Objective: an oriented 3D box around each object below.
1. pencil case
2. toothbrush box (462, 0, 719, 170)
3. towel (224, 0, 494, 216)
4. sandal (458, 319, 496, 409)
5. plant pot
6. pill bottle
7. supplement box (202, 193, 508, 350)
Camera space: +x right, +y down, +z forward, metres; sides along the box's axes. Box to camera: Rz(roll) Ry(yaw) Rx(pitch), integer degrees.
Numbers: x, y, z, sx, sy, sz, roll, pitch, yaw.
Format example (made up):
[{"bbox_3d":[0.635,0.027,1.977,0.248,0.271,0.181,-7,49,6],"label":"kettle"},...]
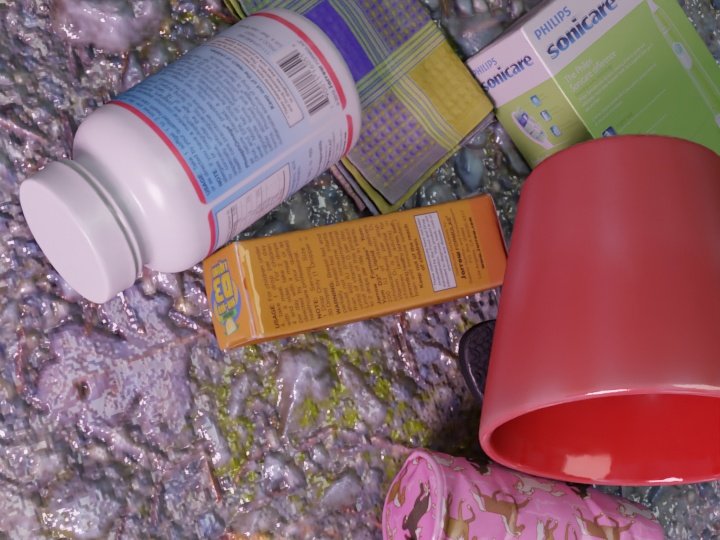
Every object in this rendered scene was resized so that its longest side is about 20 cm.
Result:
[{"bbox_3d":[0.109,0.179,0.821,0.198,0.087,0.084,18,105,-23],"label":"pencil case"},{"bbox_3d":[0.197,-0.122,0.927,0.145,0.086,0.201,-41,100,-28],"label":"toothbrush box"},{"bbox_3d":[0.003,-0.152,0.867,0.143,0.023,0.201,-39,99,-28],"label":"towel"},{"bbox_3d":[0.136,0.082,0.883,0.198,0.045,0.076,14,78,-40],"label":"sandal"},{"bbox_3d":[0.172,0.025,0.778,0.198,0.200,0.180,14,63,-25],"label":"plant pot"},{"bbox_3d":[-0.101,-0.070,0.744,0.199,0.108,0.109,-38,98,-29],"label":"pill bottle"},{"bbox_3d":[0.000,0.000,0.808,0.198,0.066,0.070,-14,86,-30],"label":"supplement box"}]
